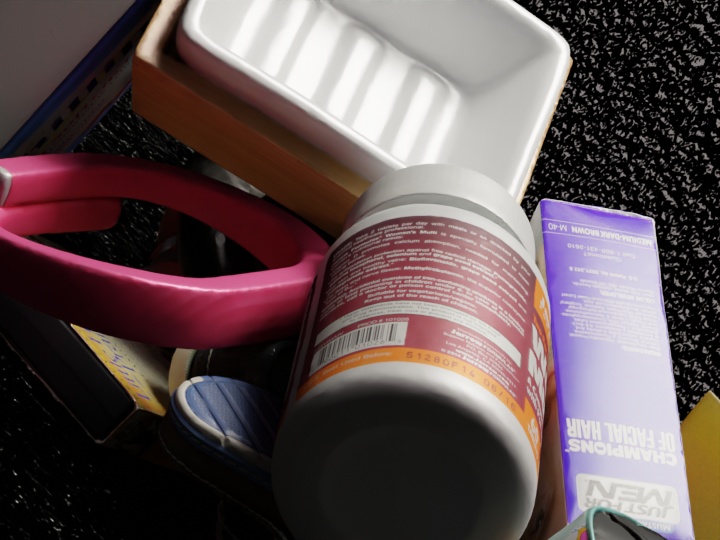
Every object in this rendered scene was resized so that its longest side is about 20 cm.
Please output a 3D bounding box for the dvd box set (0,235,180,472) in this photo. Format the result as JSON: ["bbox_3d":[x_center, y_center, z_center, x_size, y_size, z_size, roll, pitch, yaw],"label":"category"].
[{"bbox_3d":[-0.118,0.042,1.300,0.146,0.029,0.200,46,6,22],"label":"dvd box set"}]

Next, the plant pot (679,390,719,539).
[{"bbox_3d":[0.230,0.229,1.540,0.200,0.176,0.200,46,3,-36],"label":"plant pot"}]

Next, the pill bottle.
[{"bbox_3d":[0.027,0.039,1.152,0.110,0.110,0.200,41,27,-17],"label":"pill bottle"}]

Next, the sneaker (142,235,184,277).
[{"bbox_3d":[-0.069,-0.008,1.422,0.074,0.087,0.200,43,6,-11],"label":"sneaker"}]

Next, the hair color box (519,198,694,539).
[{"bbox_3d":[0.100,0.077,1.228,0.065,0.109,0.200,9,45,-12],"label":"hair color box"}]

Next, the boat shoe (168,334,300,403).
[{"bbox_3d":[0.001,0.075,1.266,0.199,0.066,0.075,34,55,-37],"label":"boat shoe"}]

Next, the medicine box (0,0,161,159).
[{"bbox_3d":[-0.173,-0.124,1.367,0.103,0.182,0.200,43,6,0],"label":"medicine box"}]

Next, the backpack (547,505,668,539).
[{"bbox_3d":[0.109,0.202,1.065,0.176,0.153,0.200,38,28,-37],"label":"backpack"}]

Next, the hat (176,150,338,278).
[{"bbox_3d":[0.000,0.000,1.362,0.201,0.081,0.201,38,31,-28],"label":"hat"}]

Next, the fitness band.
[{"bbox_3d":[-0.095,-0.011,1.217,0.144,0.037,0.200,26,18,26],"label":"fitness band"}]

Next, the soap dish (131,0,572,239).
[{"bbox_3d":[-0.006,-0.095,1.301,0.200,0.081,0.157,32,51,-11],"label":"soap dish"}]

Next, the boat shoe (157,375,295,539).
[{"bbox_3d":[-0.025,0.115,1.195,0.200,0.072,0.072,33,17,-39],"label":"boat shoe"}]

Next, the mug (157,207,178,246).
[{"bbox_3d":[-0.009,0.026,1.680,0.200,0.133,0.177,51,11,30],"label":"mug"}]
